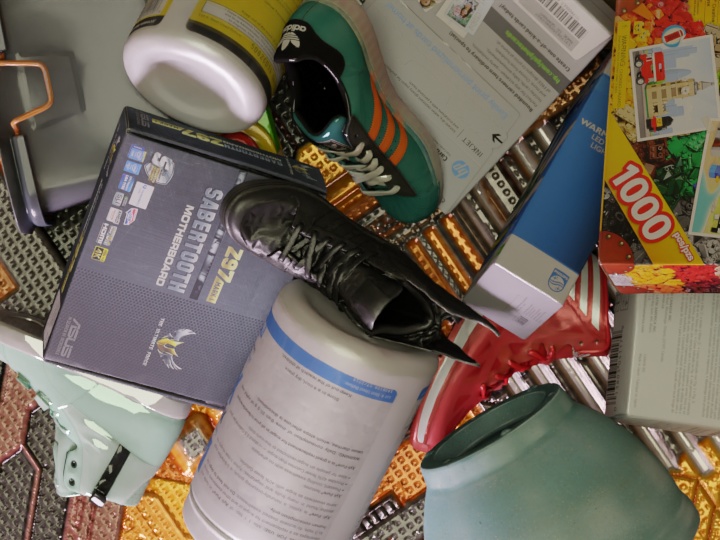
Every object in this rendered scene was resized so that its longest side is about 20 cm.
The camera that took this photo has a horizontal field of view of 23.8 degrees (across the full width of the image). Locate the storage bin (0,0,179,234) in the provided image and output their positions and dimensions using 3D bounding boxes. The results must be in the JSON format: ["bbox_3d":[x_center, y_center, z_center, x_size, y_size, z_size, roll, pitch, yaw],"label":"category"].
[{"bbox_3d":[-0.211,-0.140,1.297,0.134,0.146,0.201,-12,91,-4],"label":"storage bin"}]

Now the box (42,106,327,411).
[{"bbox_3d":[-0.133,-0.005,1.271,0.157,0.051,0.201,17,113,-19],"label":"box"}]

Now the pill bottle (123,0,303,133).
[{"bbox_3d":[-0.087,-0.209,1.258,0.112,0.112,0.201,22,64,4],"label":"pill bottle"}]

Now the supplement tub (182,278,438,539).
[{"bbox_3d":[-0.038,0.119,1.270,0.131,0.132,0.201,28,107,4],"label":"supplement tub"}]

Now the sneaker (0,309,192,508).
[{"bbox_3d":[-0.243,0.111,1.337,0.200,0.074,0.119,26,98,5],"label":"sneaker"}]

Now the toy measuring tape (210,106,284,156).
[{"bbox_3d":[-0.086,-0.052,1.322,0.073,0.074,0.201,-14,102,6],"label":"toy measuring tape"}]

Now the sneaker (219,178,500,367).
[{"bbox_3d":[-0.002,0.003,1.212,0.199,0.104,0.060,26,104,-26],"label":"sneaker"}]

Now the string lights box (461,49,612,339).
[{"bbox_3d":[0.154,-0.057,1.237,0.059,0.103,0.201,31,70,-1],"label":"string lights box"}]

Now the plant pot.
[{"bbox_3d":[0.125,0.166,1.232,0.200,0.200,0.135,-30,95,6],"label":"plant pot"}]

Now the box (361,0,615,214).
[{"bbox_3d":[0.073,-0.163,1.267,0.156,0.041,0.200,44,122,3],"label":"box"}]

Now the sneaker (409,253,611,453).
[{"bbox_3d":[0.123,0.066,1.297,0.115,0.078,0.201,27,96,5],"label":"sneaker"}]

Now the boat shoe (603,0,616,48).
[{"bbox_3d":[0.219,-0.192,1.277,0.199,0.066,0.074,15,113,0],"label":"boat shoe"}]

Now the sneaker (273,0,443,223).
[{"bbox_3d":[-0.007,-0.103,1.242,0.071,0.080,0.200,0,131,40],"label":"sneaker"}]

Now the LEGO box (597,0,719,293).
[{"bbox_3d":[0.243,-0.088,1.137,0.148,0.077,0.201,0,73,20],"label":"LEGO box"}]

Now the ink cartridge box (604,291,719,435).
[{"bbox_3d":[0.290,0.045,1.288,0.199,0.057,0.164,10,81,-15],"label":"ink cartridge box"}]
